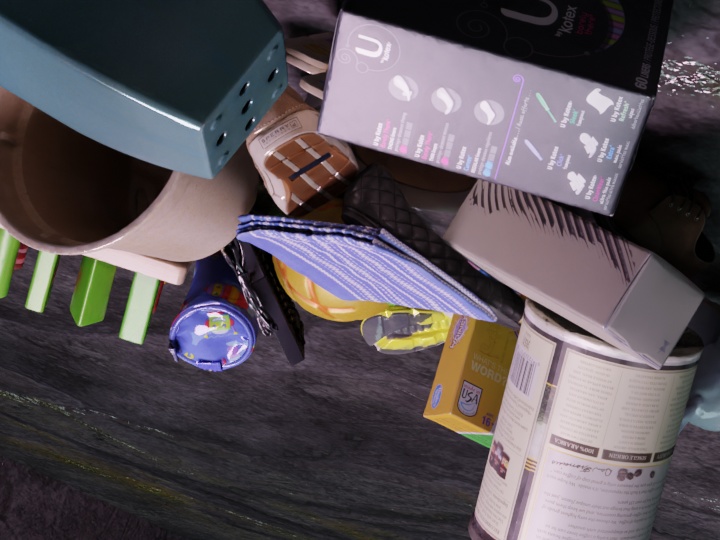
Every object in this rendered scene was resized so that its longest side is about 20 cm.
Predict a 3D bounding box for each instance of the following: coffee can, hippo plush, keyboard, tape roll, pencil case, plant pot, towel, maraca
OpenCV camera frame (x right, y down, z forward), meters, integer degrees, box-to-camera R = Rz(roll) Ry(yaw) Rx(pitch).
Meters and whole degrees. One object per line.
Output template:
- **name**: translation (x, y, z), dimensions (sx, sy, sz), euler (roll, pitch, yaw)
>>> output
- **coffee can**: translation (0.180, 0.134, 1.470), dimensions (0.146, 0.201, 0.146), euler (12, -165, -3)
- **hippo plush**: translation (0.338, 0.053, 1.551), dimensions (0.199, 0.160, 0.161), euler (4, 138, -28)
- **keyboard**: translation (-0.092, -0.003, 1.656), dimensions (0.021, 0.127, 0.201), euler (-19, 116, 12)
- **tape roll**: translation (0.049, -0.102, 1.470), dimensions (0.202, 0.037, 0.203), euler (16, 162, 5)
- **pencil case**: translation (-0.127, 0.016, 1.717), dimensions (0.078, 0.200, 0.087), euler (11, 123, -3)
- **plant pot**: translation (-0.181, -0.092, 1.505), dimensions (0.199, 0.202, 0.183), euler (8, 171, 25)
- **plant pot**: translation (-0.153, -0.161, 1.217), dimensions (0.200, 0.141, 0.141), euler (35, 165, 11)
- **towel**: translation (0.000, 0.000, 1.493), dimensions (0.145, 0.024, 0.200), euler (34, 165, -35)
- **maraca**: translation (-0.027, -0.014, 1.695), dimensions (0.137, 0.107, 0.200), euler (38, 180, -16)

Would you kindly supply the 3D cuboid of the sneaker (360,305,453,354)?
- **sneaker**: translation (0.098, 0.021, 1.740), dimensions (0.199, 0.085, 0.075), euler (-5, 136, 1)

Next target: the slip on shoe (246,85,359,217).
- **slip on shoe**: translation (-0.054, -0.096, 1.438), dimensions (0.076, 0.061, 0.200), euler (-32, 164, 5)

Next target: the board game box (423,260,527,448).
- **board game box**: translation (0.149, 0.060, 1.589), dimensions (0.153, 0.201, 0.040), euler (26, 159, -27)

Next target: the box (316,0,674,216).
- **box**: translation (0.086, -0.134, 1.166), dimensions (0.199, 0.123, 0.106), euler (15, 135, 2)

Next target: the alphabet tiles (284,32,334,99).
- **alphabet tiles**: translation (0.042, -0.118, 1.279), dimensions (0.199, 0.015, 0.195), euler (28, -162, 15)

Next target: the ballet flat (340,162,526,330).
- **ballet flat**: translation (0.072, -0.013, 1.493), dimensions (0.200, 0.057, 0.066), euler (36, 166, -16)

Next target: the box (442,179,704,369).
- **box**: translation (0.157, -0.003, 1.383), dimensions (0.082, 0.069, 0.200), euler (33, 178, -41)

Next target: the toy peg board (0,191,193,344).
- **toy peg board**: translation (-0.248, -0.029, 1.679), dimensions (0.199, 0.098, 0.199), euler (18, -157, -2)

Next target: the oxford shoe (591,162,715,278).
- **oxford shoe**: translation (0.222, -0.059, 1.420), dimensions (0.084, 0.073, 0.200), euler (-20, 143, 20)
